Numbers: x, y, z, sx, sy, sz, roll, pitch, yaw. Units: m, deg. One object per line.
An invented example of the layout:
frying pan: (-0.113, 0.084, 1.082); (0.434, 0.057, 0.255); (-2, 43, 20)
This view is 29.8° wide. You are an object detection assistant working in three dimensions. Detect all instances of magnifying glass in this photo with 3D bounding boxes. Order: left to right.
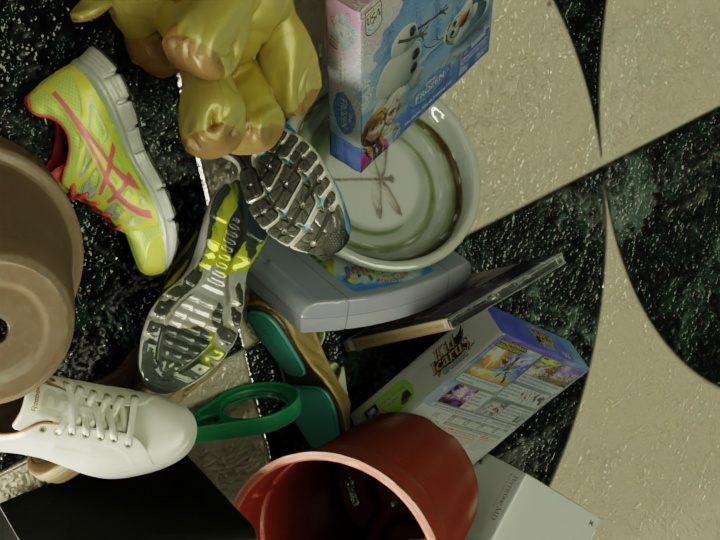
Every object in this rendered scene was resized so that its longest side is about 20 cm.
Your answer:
magnifying glass: (-0.145, 0.144, 1.234); (0.199, 0.080, 0.023); (-16, 113, -29)

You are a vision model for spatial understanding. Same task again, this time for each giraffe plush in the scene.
giraffe plush: (-0.136, -0.200, 1.072); (0.172, 0.162, 0.201); (-20, 120, -58)

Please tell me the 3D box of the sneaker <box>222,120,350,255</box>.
sneaker: (-0.061, -0.090, 1.159); (0.078, 0.200, 0.090); (-48, 147, 18)

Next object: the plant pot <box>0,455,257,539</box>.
plant pot: (-0.215, 0.281, 1.150); (0.177, 0.200, 0.201); (2, 102, -28)

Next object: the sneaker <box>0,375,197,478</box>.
sneaker: (-0.232, 0.122, 1.085); (0.199, 0.085, 0.073); (4, 69, -5)

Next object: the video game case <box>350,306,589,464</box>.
video game case: (0.114, 0.123, 1.371); (0.181, 0.046, 0.200); (-41, 148, 18)

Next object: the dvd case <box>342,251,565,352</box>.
dvd case: (0.086, 0.031, 1.307); (0.148, 0.200, 0.016); (-28, 95, -29)

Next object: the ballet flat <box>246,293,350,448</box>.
ballet flat: (-0.045, 0.092, 1.304); (0.063, 0.068, 0.201); (-49, 131, -36)

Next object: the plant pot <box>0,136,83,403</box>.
plant pot: (-0.288, 0.011, 0.990); (0.199, 0.175, 0.201); (-10, 114, -23)

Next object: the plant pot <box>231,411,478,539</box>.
plant pot: (0.010, 0.225, 1.212); (0.195, 0.200, 0.202); (-31, 127, -65)

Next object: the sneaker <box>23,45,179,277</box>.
sneaker: (-0.216, -0.078, 1.116); (0.090, 0.078, 0.201); (-28, 114, -19)

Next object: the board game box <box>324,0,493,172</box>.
board game box: (0.047, -0.216, 1.190); (0.200, 0.043, 0.199); (-46, 155, -27)

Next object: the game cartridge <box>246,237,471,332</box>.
game cartridge: (0.000, 0.000, 1.265); (0.199, 0.133, 0.041); (-15, 131, -35)

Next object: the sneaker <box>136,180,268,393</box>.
sneaker: (-0.136, 0.021, 1.169); (0.074, 0.085, 0.201); (31, 65, -14)

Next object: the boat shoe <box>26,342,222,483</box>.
boat shoe: (-0.199, 0.122, 1.182); (0.200, 0.071, 0.065); (-41, 129, -19)

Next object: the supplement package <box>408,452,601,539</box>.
supplement package: (0.144, 0.318, 1.490); (0.156, 0.111, 0.201); (34, 81, -40)

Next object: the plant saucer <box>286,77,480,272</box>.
plant saucer: (0.014, -0.088, 1.271); (0.199, 0.050, 0.201); (7, 69, -20)
